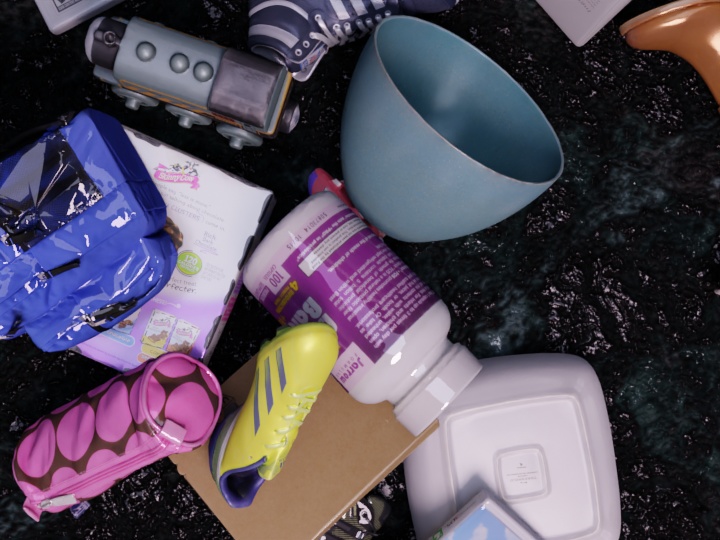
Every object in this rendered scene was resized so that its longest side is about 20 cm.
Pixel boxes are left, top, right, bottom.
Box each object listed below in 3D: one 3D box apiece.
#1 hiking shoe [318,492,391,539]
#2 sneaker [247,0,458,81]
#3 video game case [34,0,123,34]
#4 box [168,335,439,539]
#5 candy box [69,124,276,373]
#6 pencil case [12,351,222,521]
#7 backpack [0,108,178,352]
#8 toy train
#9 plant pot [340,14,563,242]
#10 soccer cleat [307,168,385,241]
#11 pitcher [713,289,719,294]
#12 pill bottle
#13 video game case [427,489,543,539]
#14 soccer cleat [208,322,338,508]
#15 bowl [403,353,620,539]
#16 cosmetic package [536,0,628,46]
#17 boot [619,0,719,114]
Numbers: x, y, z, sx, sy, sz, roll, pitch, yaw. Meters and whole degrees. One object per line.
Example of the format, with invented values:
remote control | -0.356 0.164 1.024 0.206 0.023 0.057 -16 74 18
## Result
hiking shoe | -0.018 0.242 0.919 0.099 0.076 0.202 -11 87 2
sneaker | -0.011 -0.229 0.940 0.197 0.070 0.110 8 83 6
video game case | -0.244 -0.349 0.963 0.198 0.023 0.183 -28 89 -2
box | -0.056 0.145 0.900 0.200 0.021 0.163 -41 69 -10
candy box | -0.190 -0.010 0.927 0.166 0.072 0.202 24 88 0
pencil case | -0.211 0.145 0.871 0.199 0.094 0.091 -31 111 31
backpack | -0.258 -0.018 0.810 0.199 0.163 0.169 -29 91 -1
toy train | -0.150 -0.174 0.913 0.198 0.114 0.086 20 87 -1
plant pot | 0.060 -0.104 0.895 0.200 0.200 0.135 40 123 0
soccer cleat | 0.000 0.000 0.938 0.076 0.067 0.201 -35 88 11
pitcher | 0.437 0.079 0.927 0.170 0.121 0.202 -18 77 -17
pill bottle | 0.004 0.039 0.854 0.200 0.112 0.112 45 87 7
video game case | 0.111 0.313 0.898 0.182 0.022 0.200 -44 109 9
soccer cleat | -0.065 0.117 0.809 0.064 0.201 0.084 8 46 -29
bowl | 0.140 0.181 0.928 0.197 0.075 0.202 -8 87 0
cosmetic package | 0.218 -0.330 0.886 0.167 0.200 0.167 -43 90 -3
boot | 0.345 -0.175 0.955 0.197 0.077 0.157 -4 92 -9
